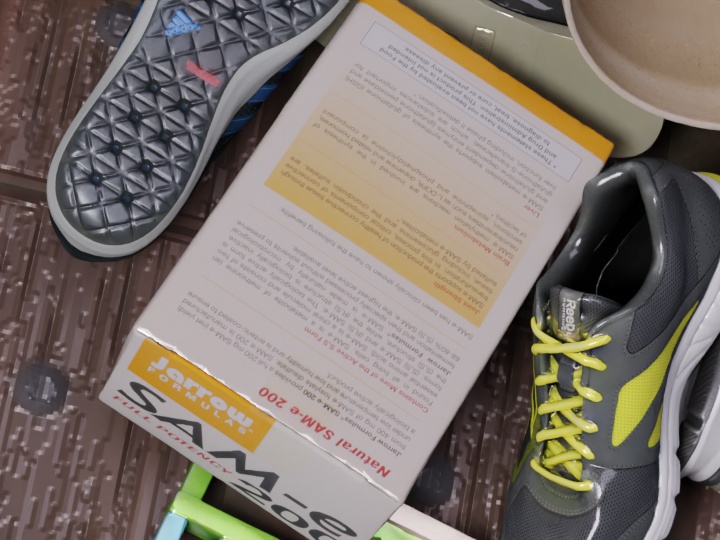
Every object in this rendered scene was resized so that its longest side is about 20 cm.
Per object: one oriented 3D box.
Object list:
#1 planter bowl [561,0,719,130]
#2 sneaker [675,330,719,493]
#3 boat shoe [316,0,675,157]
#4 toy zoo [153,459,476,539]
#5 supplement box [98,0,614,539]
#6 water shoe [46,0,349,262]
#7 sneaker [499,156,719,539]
[{"bbox_3d":[0.167,-0.175,1.214,0.200,0.200,0.135,0,47,-14],"label":"planter bowl"},{"bbox_3d":[0.206,0.016,1.283,0.115,0.076,0.201,24,76,-14],"label":"sneaker"},{"bbox_3d":[0.045,-0.116,1.286,0.201,0.074,0.063,24,42,2],"label":"boat shoe"},{"bbox_3d":[-0.042,0.172,1.188,0.131,0.020,0.200,26,68,-4],"label":"toy zoo"},{"bbox_3d":[0.000,0.000,1.217,0.126,0.074,0.200,34,59,-1],"label":"supplement box"},{"bbox_3d":[-0.067,-0.091,1.233,0.071,0.079,0.200,39,76,-4],"label":"water shoe"},{"bbox_3d":[0.091,0.044,1.207,0.074,0.085,0.200,13,80,38],"label":"sneaker"}]
